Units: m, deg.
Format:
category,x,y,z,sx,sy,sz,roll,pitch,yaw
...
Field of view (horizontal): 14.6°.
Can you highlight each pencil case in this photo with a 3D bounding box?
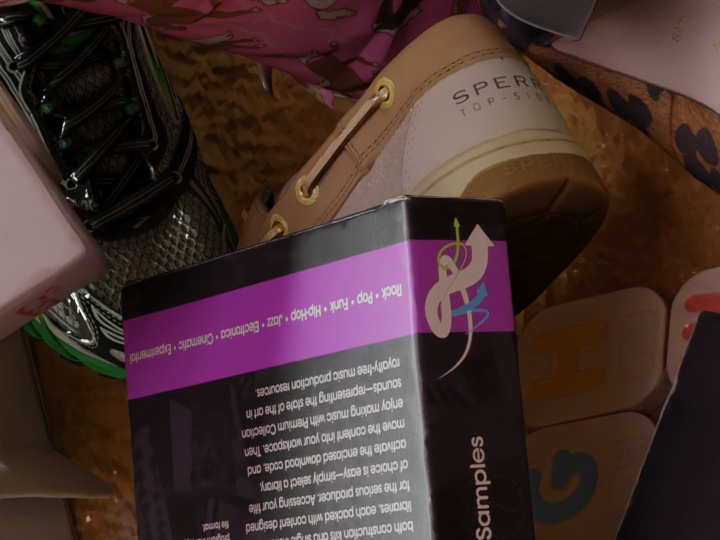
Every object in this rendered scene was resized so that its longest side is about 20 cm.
category,x,y,z,sx,sy,sz,roll,pitch,yaw
pencil case,-0.035,-0.093,0.767,0.083,0.200,0.087,40,103,30

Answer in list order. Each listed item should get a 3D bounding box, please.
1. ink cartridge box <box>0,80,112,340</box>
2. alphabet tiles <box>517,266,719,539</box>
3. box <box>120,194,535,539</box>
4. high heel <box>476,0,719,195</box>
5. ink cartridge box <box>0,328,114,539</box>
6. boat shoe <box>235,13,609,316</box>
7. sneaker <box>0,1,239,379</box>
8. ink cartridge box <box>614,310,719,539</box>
category,x,y,z,sx,sy,sz,roll,pitch,yaw
ink cartridge box,-0.187,-0.008,0.745,0.200,0.147,0.145,-33,91,-4
alphabet tiles,0.077,0.089,0.734,0.195,0.015,0.201,-13,54,32
box,-0.007,0.092,0.702,0.143,0.036,0.201,-15,77,56
high heel,0.120,-0.042,0.753,0.200,0.143,0.072,32,99,-2
ink cartridge box,-0.191,0.081,0.917,0.200,0.128,0.126,-26,72,31
boat shoe,0.000,0.000,0.787,0.200,0.074,0.067,-44,58,47
sneaker,-0.096,-0.056,0.859,0.200,0.078,0.085,61,162,11
ink cartridge box,0.095,0.107,0.675,0.094,0.037,0.201,6,66,39
